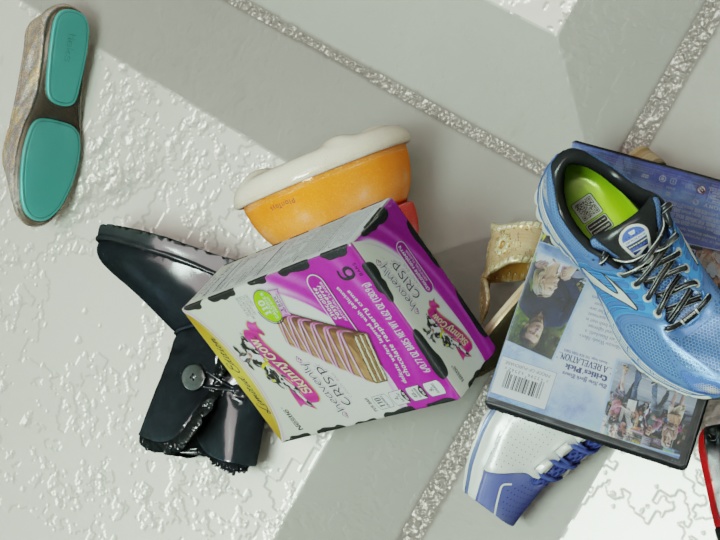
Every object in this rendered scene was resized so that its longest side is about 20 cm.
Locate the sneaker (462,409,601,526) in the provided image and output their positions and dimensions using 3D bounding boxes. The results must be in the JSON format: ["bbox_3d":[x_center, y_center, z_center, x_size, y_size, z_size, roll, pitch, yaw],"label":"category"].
[{"bbox_3d":[0.164,0.103,1.026,0.115,0.081,0.200,31,94,27],"label":"sneaker"}]

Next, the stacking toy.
[{"bbox_3d":[0.000,0.000,1.110,0.146,0.146,0.201,-20,92,21],"label":"stacking toy"}]

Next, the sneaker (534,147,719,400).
[{"bbox_3d":[0.182,0.001,0.942,0.078,0.089,0.200,-40,73,-1],"label":"sneaker"}]

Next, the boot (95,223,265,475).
[{"bbox_3d":[-0.153,0.063,1.178,0.199,0.076,0.169,18,86,20],"label":"boot"}]

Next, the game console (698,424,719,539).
[{"bbox_3d":[0.296,0.172,0.888,0.118,0.200,0.173,-15,76,21],"label":"game console"}]

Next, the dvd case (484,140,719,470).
[{"bbox_3d":[0.183,0.021,0.993,0.142,0.018,0.201,17,79,15],"label":"dvd case"}]

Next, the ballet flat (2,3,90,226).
[{"bbox_3d":[-0.282,-0.136,1.283,0.067,0.068,0.201,2,77,44],"label":"ballet flat"}]

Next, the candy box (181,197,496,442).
[{"bbox_3d":[-0.020,0.042,1.043,0.200,0.061,0.137,-20,111,47],"label":"candy box"}]

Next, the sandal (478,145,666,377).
[{"bbox_3d":[0.129,-0.019,1.066,0.212,0.078,0.070,-48,65,2],"label":"sandal"}]
